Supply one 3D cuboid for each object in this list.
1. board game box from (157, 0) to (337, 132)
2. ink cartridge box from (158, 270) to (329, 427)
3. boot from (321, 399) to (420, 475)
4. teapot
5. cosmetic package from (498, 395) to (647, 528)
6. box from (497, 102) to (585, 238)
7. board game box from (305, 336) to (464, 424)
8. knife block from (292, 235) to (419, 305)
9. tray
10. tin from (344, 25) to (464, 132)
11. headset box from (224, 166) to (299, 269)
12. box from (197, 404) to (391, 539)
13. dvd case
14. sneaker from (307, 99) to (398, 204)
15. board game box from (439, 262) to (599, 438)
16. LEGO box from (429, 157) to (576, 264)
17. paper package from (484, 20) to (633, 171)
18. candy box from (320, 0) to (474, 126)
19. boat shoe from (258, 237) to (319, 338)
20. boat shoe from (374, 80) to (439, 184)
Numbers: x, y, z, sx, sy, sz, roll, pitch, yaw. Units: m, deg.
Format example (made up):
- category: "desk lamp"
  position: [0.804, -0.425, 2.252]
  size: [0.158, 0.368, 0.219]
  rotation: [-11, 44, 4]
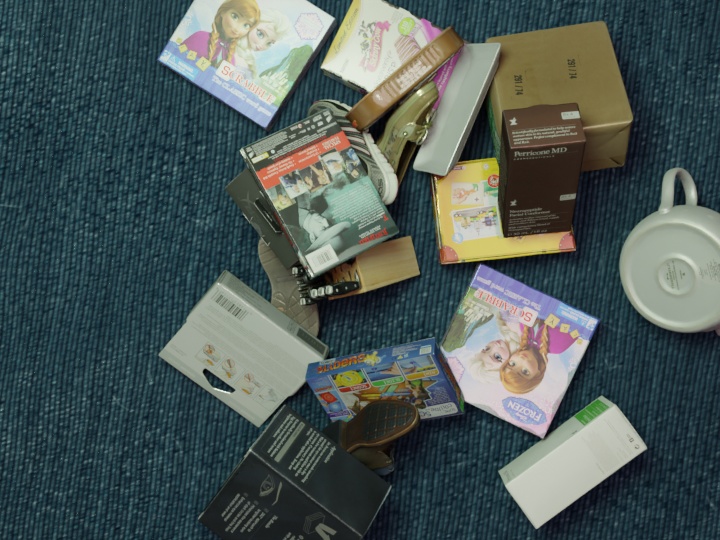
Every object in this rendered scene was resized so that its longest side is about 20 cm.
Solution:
- category: "board game box"
  position: [-0.172, -0.349, 1.529]
  size: [0.200, 0.041, 0.200]
  rotation: [32, 92, 1]
- category: "ink cartridge box"
  position: [-0.177, 0.122, 1.516]
  size: [0.200, 0.044, 0.174]
  rotation: [38, 120, -10]
- category: "boot"
  position: [0.034, 0.247, 1.472]
  size: [0.097, 0.200, 0.075]
  rotation: [34, 49, -32]
- category: "teapot"
  position: [0.483, -0.016, 1.463]
  size: [0.197, 0.146, 0.200]
  rotation: [37, 126, 20]
- category: "cosmetic package"
  position: [0.312, 0.283, 1.489]
  size: [0.200, 0.108, 0.085]
  rotation: [-36, 89, 1]
- category: "box"
  position: [0.242, -0.132, 1.361]
  size: [0.100, 0.200, 0.075]
  rotation: [-6, 55, 2]
- category: "board game box"
  position: [0.037, 0.173, 1.469]
  size: [0.200, 0.034, 0.135]
  rotation: [-13, 129, 19]
- category: "knife block"
  position: [0.000, 0.000, 1.447]
  size: [0.200, 0.176, 0.064]
  rotation: [-14, 92, -9]
- category: "tray"
  position: [0.142, -0.229, 1.436]
  size: [0.022, 0.107, 0.200]
  rotation: [22, 91, -26]
- category: "tin"
  position: [0.064, -0.269, 1.421]
  size: [0.200, 0.112, 0.042]
  rotation: [-40, 90, -4]
- category: "headset box"
  position: [-0.090, -0.100, 1.448]
  size: [0.075, 0.200, 0.149]
  rotation: [-38, 89, 32]
- category: "box"
  position: [-0.097, 0.338, 1.457]
  size: [0.200, 0.117, 0.197]
  rotation: [38, 128, 1]
- category: "dvd case"
  position: [-0.055, -0.107, 1.369]
  size: [0.146, 0.022, 0.200]
  rotation: [-29, 86, -20]
- category: "sneaker"
  position: [-0.029, -0.172, 1.454]
  size: [0.200, 0.087, 0.074]
  rotation: [56, 135, 22]
- category: "board game box"
  position: [0.226, 0.120, 1.514]
  size: [0.200, 0.041, 0.200]
  rotation: [25, 92, 2]
- category: "LEGO box"
  position: [0.210, -0.092, 1.501]
  size: [0.200, 0.077, 0.149]
  rotation: [-5, 91, 2]
- category: "paper package"
  position: [0.278, -0.245, 1.445]
  size: [0.190, 0.103, 0.200]
  rotation: [-8, 59, 3]
- category: "candy box"
  position: [0.058, -0.317, 1.512]
  size: [0.200, 0.061, 0.136]
  rotation: [26, 92, 2]
- category: "boat shoe"
  position: [-0.099, 0.022, 1.514]
  size: [0.076, 0.072, 0.200]
  rotation: [-3, 112, 14]
- category: "boat shoe"
  position: [0.069, -0.194, 1.465]
  size: [0.063, 0.200, 0.073]
  rotation: [44, 49, 9]
